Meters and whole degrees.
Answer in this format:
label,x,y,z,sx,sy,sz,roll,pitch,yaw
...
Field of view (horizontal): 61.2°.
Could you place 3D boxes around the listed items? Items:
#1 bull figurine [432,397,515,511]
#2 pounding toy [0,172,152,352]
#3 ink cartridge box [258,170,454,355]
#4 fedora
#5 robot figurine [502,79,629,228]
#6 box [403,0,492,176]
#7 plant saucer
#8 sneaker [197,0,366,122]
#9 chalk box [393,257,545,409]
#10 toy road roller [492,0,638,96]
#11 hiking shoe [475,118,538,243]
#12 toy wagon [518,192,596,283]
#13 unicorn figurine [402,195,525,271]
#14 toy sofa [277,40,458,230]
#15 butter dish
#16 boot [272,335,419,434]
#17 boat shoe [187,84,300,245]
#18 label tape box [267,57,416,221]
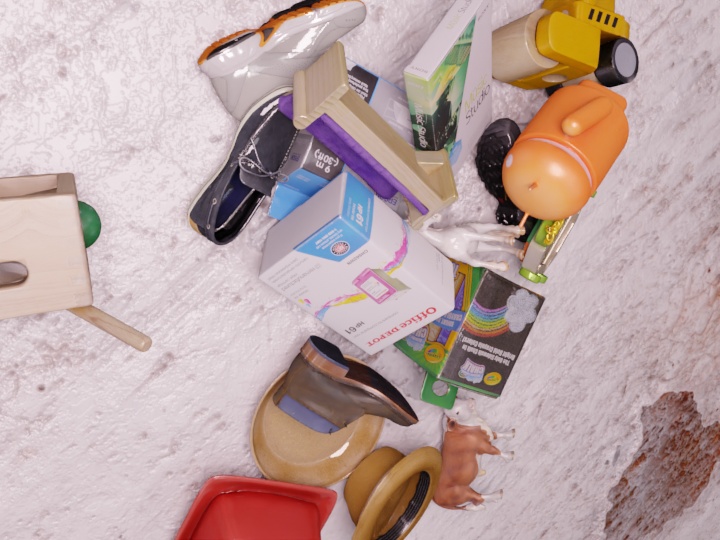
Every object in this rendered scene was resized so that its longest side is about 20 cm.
label,x,y,z,sx,sy,sz,roll,pitch,yaw
bull figurine,0.171,0.285,0.946,0.120,0.065,0.202,13,109,5
pounding toy,-0.314,-0.005,0.564,0.198,0.184,0.144,-9,109,-24
ink cartridge box,0.000,0.000,0.741,0.144,0.085,0.199,-33,126,32
fedora,0.033,0.320,0.873,0.199,0.082,0.203,-29,136,-32
robot figurine,0.250,-0.146,0.748,0.117,0.143,0.201,47,69,-21
box,0.111,-0.205,0.725,0.145,0.036,0.201,-56,154,-19
plant saucer,-0.059,0.203,0.834,0.198,0.035,0.203,-8,108,-25
sneaker,-0.077,-0.239,0.685,0.198,0.076,0.093,-28,124,-9
chalk box,0.140,0.092,0.852,0.124,0.124,0.202,23,95,-30
toy road roller,0.264,-0.317,0.800,0.198,0.122,0.148,3,90,-29
hiking shoe,0.227,-0.139,0.859,0.101,0.075,0.201,-43,133,-19
toy wagon,0.272,-0.058,0.855,0.157,0.039,0.199,-63,158,11
unicorn figurine,0.137,-0.043,0.797,0.200,0.136,0.075,17,87,-65
toy sofa,0.008,-0.127,0.639,0.097,0.084,0.199,-32,133,26
butter dish,-0.132,0.382,0.773,0.198,0.148,0.201,19,110,-29
boot,-0.018,0.171,0.794,0.199,0.075,0.097,37,98,-22
boat shoe,-0.117,-0.112,0.675,0.201,0.062,0.074,-52,142,9
label tape box,-0.010,-0.134,0.745,0.142,0.066,0.202,20,93,-30
